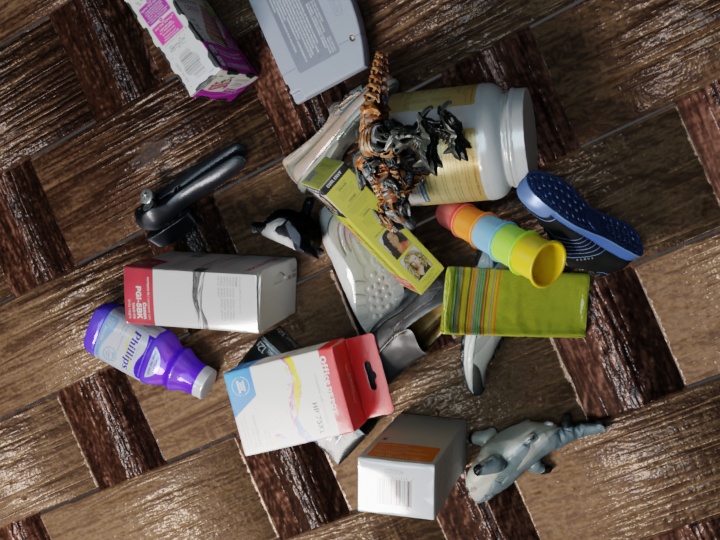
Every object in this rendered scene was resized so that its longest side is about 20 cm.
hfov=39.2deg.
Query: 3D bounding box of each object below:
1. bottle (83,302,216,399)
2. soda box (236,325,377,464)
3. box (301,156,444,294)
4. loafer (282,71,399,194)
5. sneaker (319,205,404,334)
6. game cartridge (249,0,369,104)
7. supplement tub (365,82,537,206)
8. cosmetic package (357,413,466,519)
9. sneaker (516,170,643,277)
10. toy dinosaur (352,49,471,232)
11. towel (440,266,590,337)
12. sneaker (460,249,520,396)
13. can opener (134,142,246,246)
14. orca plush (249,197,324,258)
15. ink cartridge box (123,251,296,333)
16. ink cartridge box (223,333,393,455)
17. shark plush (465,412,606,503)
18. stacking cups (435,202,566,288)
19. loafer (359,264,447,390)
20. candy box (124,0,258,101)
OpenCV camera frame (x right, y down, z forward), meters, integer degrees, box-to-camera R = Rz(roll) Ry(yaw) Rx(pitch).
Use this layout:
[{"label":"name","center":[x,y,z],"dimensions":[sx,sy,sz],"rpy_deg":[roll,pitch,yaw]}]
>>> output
[{"label":"bottle","center":[-0.306,0.122,1.477],"dimensions":[0.199,0.065,0.084],"rpy_deg":[27,103,12]},{"label":"soda box","center":[-0.073,0.172,1.410],"dimensions":[0.200,0.071,0.063],"rpy_deg":[43,107,7]},{"label":"box","center":[0.016,-0.057,1.281],"dimensions":[0.050,0.075,0.200],"rpy_deg":[-49,115,-6]},{"label":"loafer","center":[-0.032,-0.193,1.350],"dimensions":[0.063,0.072,0.200],"rpy_deg":[46,111,14]},{"label":"sneaker","center":[0.000,0.000,1.369],"dimensions":[0.076,0.080,0.202],"rpy_deg":[-26,110,-20]},{"label":"game cartridge","center":[-0.070,-0.343,1.356],"dimensions":[0.133,0.040,0.201],"rpy_deg":[-23,91,22]},{"label":"supplement tub","center":[0.115,-0.156,1.267],"dimensions":[0.198,0.145,0.146],"rpy_deg":[-3,97,18]},{"label":"cosmetic package","center":[0.071,0.249,1.308],"dimensions":[0.100,0.200,0.072],"rpy_deg":[3,98,16]},{"label":"sneaker","center":[0.254,-0.048,1.235],"dimensions":[0.199,0.071,0.078],"rpy_deg":[29,134,-25]},{"label":"toy dinosaur","center":[0.040,-0.144,1.169],"dimensions":[0.135,0.102,0.201],"rpy_deg":[-1,128,34]},{"label":"towel","center":[0.199,0.042,1.282],"dimensions":[0.198,0.018,0.087],"rpy_deg":[3,97,-15]},{"label":"sneaker","center":[0.173,0.070,1.321],"dimensions":[0.079,0.074,0.202],"rpy_deg":[10,103,3]},{"label":"can opener","center":[-0.241,-0.116,1.435],"dimensions":[0.199,0.079,0.064],"rpy_deg":[-38,47,15]},{"label":"orca plush","center":[-0.088,-0.068,1.328],"dimensions":[0.104,0.200,0.072],"rpy_deg":[20,92,-3]},{"label":"ink cartridge box","center":[-0.202,0.027,1.389],"dimensions":[0.198,0.147,0.084],"rpy_deg":[3,100,17]},{"label":"ink cartridge box","center":[-0.068,0.162,1.334],"dimensions":[0.198,0.067,0.117],"rpy_deg":[-16,91,16]},{"label":"shark plush","center":[0.228,0.240,1.351],"dimensions":[0.199,0.091,0.084],"rpy_deg":[-29,109,-2]},{"label":"stacking cups","center":[0.164,-0.041,1.262],"dimensions":[0.200,0.060,0.061],"rpy_deg":[31,109,47]},{"label":"loafer","center":[0.065,0.087,1.339],"dimensions":[0.201,0.072,0.072],"rpy_deg":[-57,36,15]},{"label":"candy box","center":[-0.234,-0.327,1.355],"dimensions":[0.061,0.136,0.201],"rpy_deg":[-37,87,16]}]
